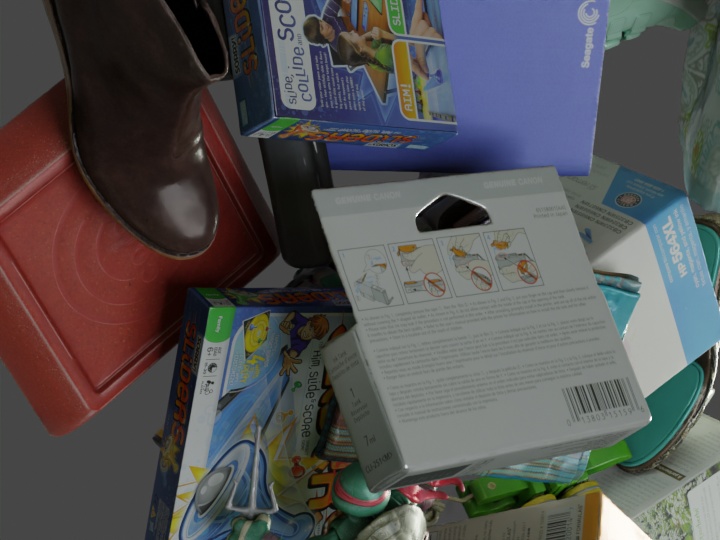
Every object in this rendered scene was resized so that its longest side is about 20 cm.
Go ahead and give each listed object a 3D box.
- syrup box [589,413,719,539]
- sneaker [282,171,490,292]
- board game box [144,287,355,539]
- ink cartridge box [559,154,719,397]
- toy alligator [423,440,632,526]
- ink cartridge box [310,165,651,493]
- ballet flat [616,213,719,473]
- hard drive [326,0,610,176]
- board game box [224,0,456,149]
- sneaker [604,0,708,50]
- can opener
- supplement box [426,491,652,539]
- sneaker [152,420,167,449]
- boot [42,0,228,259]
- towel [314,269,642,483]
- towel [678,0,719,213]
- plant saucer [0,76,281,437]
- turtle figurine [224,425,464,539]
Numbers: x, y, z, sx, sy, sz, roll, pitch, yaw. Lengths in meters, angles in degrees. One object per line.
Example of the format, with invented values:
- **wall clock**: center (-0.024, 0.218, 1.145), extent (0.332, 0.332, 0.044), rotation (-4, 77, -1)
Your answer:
- **syrup box**: center (0.199, 0.189, 1.819), extent (0.200, 0.081, 0.079), rotation (-30, 122, -26)
- **sneaker**: center (0.000, 0.000, 1.582), extent (0.200, 0.088, 0.074), rotation (-32, 125, -15)
- **board game box**: center (-0.056, 0.107, 1.523), extent (0.135, 0.034, 0.200), rotation (-1, 112, -29)
- **ink cartridge box**: center (0.121, 0.031, 1.659), extent (0.200, 0.129, 0.125), rotation (-35, 126, -23)
- **toy alligator**: center (0.105, 0.157, 1.754), extent (0.200, 0.059, 0.054), rotation (-14, 158, -32)
- **ink cartridge box**: center (0.063, 0.031, 1.461), extent (0.200, 0.044, 0.174), rotation (-7, 70, -39)
- **ballet flat**: center (0.243, 0.056, 1.817), extent (0.075, 0.068, 0.200), rotation (7, 102, -57)
- **hard drive**: center (0.053, -0.127, 1.550), extent (0.200, 0.025, 0.132), rotation (1, 109, -11)
- **board game box**: center (-0.018, -0.174, 1.448), extent (0.135, 0.034, 0.200), rotation (3, 73, -37)
- **sneaker**: center (0.140, -0.154, 1.638), extent (0.200, 0.074, 0.118), rotation (6, 108, -40)
- **can opener**: center (-0.062, -0.098, 1.504), extent (0.053, 0.067, 0.200), rotation (-61, 144, -61)
- **supplement box**: center (0.105, 0.226, 1.681), extent (0.126, 0.200, 0.074), rotation (42, 43, -40)
- **sneaker**: center (-0.039, 0.114, 1.603), extent (0.200, 0.070, 0.090), rotation (28, 93, -40)
- **boot**: center (-0.112, -0.096, 1.357), extent (0.072, 0.166, 0.200), rotation (-29, 102, -21)
- **towel**: center (0.078, 0.062, 1.545), extent (0.200, 0.022, 0.147), rotation (7, 108, -33)
- **towel**: center (0.252, -0.144, 1.662), extent (0.048, 0.200, 0.171), rotation (9, 109, -1)
- **plant saucer**: center (-0.145, -0.022, 1.485), extent (0.200, 0.037, 0.200), rotation (-41, 128, -18)
- **turtle figurine**: center (-0.004, 0.159, 1.488), extent (0.150, 0.101, 0.200), rotation (-17, 136, -14)
